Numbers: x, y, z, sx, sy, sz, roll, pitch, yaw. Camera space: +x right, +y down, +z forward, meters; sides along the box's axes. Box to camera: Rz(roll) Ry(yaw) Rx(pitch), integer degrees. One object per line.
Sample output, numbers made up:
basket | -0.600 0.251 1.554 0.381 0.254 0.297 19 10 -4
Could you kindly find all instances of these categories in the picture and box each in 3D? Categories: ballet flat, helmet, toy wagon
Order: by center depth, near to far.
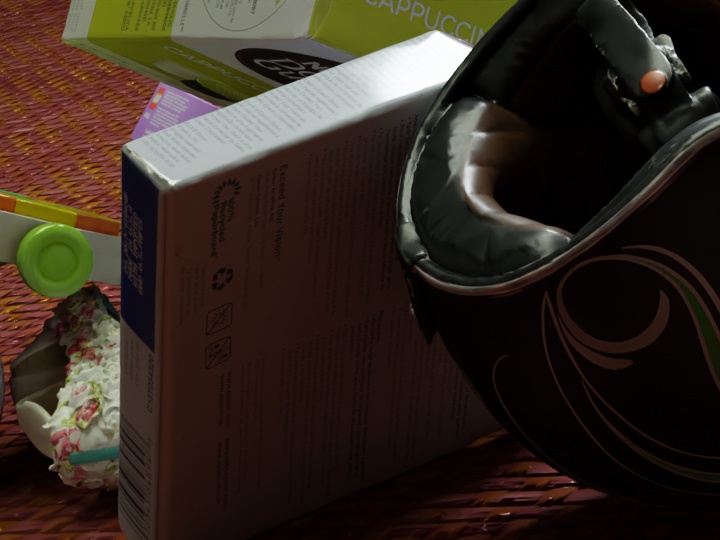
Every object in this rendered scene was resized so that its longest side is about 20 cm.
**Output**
helmet | 0.130 -0.007 1.097 0.200 0.191 0.200 -30 39 28
toy wagon | -0.207 -0.027 1.339 0.200 0.040 0.155 14 0 -20
ballet flat | -0.126 0.052 1.343 0.064 0.076 0.200 -16 12 -9

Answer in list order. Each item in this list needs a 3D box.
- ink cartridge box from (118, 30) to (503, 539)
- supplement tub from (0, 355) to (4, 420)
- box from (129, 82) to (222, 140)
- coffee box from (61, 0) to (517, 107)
ink cartridge box | -0.003 0.006 1.172 0.200 0.197 0.043 -22 45 -29
supplement tub | -0.253 0.044 1.388 0.122 0.123 0.200 -19 16 -23
box | -0.031 -0.039 1.517 0.137 0.039 0.200 29 1 -19
coffee box | 0.014 -0.169 1.376 0.200 0.200 0.198 19 -9 -38
